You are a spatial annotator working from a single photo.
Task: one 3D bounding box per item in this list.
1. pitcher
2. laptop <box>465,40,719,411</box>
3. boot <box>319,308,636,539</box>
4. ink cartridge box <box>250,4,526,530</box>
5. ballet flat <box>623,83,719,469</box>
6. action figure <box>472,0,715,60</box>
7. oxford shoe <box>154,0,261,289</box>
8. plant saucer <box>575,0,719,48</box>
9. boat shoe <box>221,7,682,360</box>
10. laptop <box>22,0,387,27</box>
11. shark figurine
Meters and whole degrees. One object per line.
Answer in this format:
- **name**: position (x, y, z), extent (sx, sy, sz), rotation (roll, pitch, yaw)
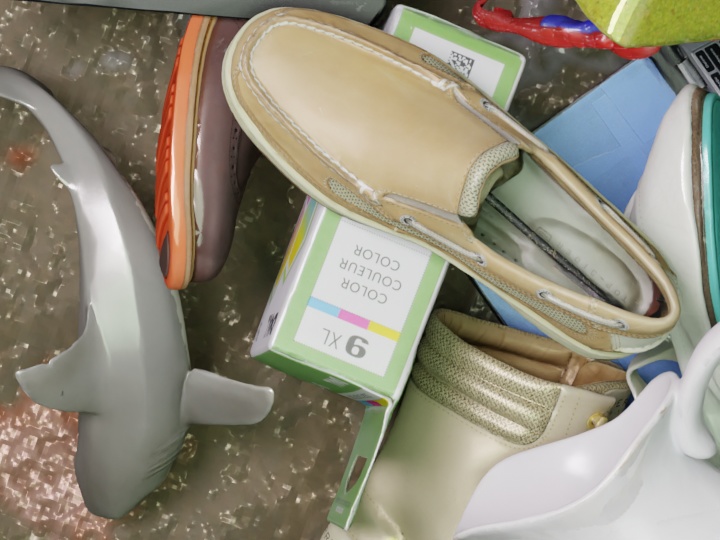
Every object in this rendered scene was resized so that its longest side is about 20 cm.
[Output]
- **pitcher**: position (0.160, 0.124, 1.098), extent (0.171, 0.121, 0.200), rotation (-39, 97, 27)
- **laptop**: position (0.163, -0.003, 1.165), extent (0.116, 0.200, 0.188), rotation (-40, 98, -29)
- **boot**: position (0.090, 0.118, 1.193), extent (0.199, 0.073, 0.156), rotation (26, 104, 3)
- **ink cartridge box**: position (0.000, 0.000, 1.147), extent (0.059, 0.104, 0.201), rotation (21, 85, -5)
- **ballet flat**: position (0.134, 0.024, 1.145), extent (0.069, 0.069, 0.201), rotation (-16, 111, 2)
- **action figure**: position (0.052, -0.131, 1.101), extent (0.199, 0.099, 0.066), rotation (21, 87, -23)
- **oxford shoe**: position (-0.039, -0.083, 1.140), extent (0.072, 0.071, 0.201), rotation (13, 69, -6)
- **plant saucer**: position (0.127, -0.176, 1.069), extent (0.200, 0.199, 0.048), rotation (57, 137, 30)
- **boat shoe**: position (0.039, -0.038, 1.063), extent (0.199, 0.076, 0.072), rotation (30, 84, -5)
- **laptop**: position (-0.069, -0.207, 1.138), extent (0.176, 0.201, 0.104), rotation (5, 135, -1)
- **shark figurine**: position (-0.117, 0.010, 1.149), extent (0.089, 0.128, 0.216), rotation (-25, 106, -39)
